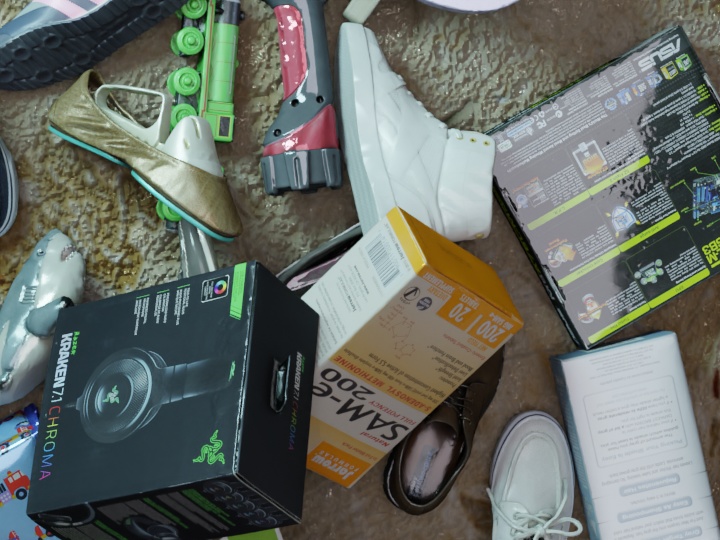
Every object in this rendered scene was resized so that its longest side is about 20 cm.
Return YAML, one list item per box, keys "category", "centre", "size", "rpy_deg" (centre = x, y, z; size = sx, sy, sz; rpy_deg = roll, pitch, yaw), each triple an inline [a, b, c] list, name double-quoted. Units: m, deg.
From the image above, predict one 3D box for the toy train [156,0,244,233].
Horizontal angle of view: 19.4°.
- category: "toy train"
  centre: [-0.127, -0.129, 1.681]
  size: [0.056, 0.042, 0.202]
  rpy_deg: [5, 90, -15]

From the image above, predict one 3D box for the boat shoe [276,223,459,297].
- category: "boat shoe"
  centre: [0.000, 0.000, 1.677]
  size: [0.199, 0.057, 0.067]
  rpy_deg: [-28, 93, -4]

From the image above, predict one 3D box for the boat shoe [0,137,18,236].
- category: "boat shoe"
  centre: [-0.320, -0.107, 1.617]
  size: [0.070, 0.091, 0.202]
  rpy_deg: [-14, 108, 5]

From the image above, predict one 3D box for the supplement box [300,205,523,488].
- category: "supplement box"
  centre: [0.009, 0.062, 1.618]
  size: [0.200, 0.074, 0.126]
  rpy_deg: [-45, 133, 17]

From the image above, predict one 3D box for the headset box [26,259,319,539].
- category: "headset box"
  centre: [-0.129, 0.104, 1.543]
  size: [0.199, 0.093, 0.175]
  rpy_deg: [-13, 56, 28]

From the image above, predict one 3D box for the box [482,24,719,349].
- category: "box"
  centre: [0.218, -0.068, 1.712]
  size: [0.199, 0.048, 0.194]
  rpy_deg: [-30, 96, -5]

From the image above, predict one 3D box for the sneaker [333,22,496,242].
- category: "sneaker"
  centre: [0.047, -0.107, 1.667]
  size: [0.115, 0.074, 0.202]
  rpy_deg: [-6, 67, -14]

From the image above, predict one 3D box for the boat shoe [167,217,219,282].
- category: "boat shoe"
  centre: [-0.127, 0.055, 1.661]
  size: [0.056, 0.067, 0.202]
  rpy_deg: [-13, 103, -3]

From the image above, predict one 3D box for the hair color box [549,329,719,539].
- category: "hair color box"
  centre: [0.225, 0.158, 1.708]
  size: [0.098, 0.061, 0.202]
  rpy_deg: [-13, 91, -5]

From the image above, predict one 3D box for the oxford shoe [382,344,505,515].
- category: "oxford shoe"
  centre: [0.076, 0.101, 1.682]
  size: [0.072, 0.084, 0.202]
  rpy_deg: [15, 88, -4]

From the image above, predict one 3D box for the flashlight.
- category: "flashlight"
  centre: [-0.056, -0.162, 1.676]
  size: [0.068, 0.067, 0.202]
  rpy_deg: [-9, 88, 39]

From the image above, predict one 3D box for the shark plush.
- category: "shark plush"
  centre: [-0.284, 0.064, 1.673]
  size: [0.083, 0.091, 0.200]
  rpy_deg: [45, 102, 20]

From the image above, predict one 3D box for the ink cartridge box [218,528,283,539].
- category: "ink cartridge box"
  centre: [-0.153, 0.260, 1.632]
  size: [0.199, 0.076, 0.149]
  rpy_deg: [-30, 133, -15]

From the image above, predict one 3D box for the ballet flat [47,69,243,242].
- category: "ballet flat"
  centre: [-0.158, -0.098, 1.630]
  size: [0.199, 0.068, 0.073]
  rpy_deg: [33, 99, 29]

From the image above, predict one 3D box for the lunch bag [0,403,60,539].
- category: "lunch bag"
  centre: [-0.273, 0.234, 1.655]
  size: [0.150, 0.094, 0.201]
  rpy_deg: [-28, 104, -7]

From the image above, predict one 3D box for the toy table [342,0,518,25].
- category: "toy table"
  centre: [0.047, -0.278, 1.655]
  size: [0.184, 0.117, 0.200]
  rpy_deg: [-44, 95, -4]

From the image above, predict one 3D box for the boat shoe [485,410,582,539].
- category: "boat shoe"
  centre: [0.135, 0.216, 1.687]
  size: [0.074, 0.086, 0.204]
  rpy_deg: [9, 90, -5]

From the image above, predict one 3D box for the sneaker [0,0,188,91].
- category: "sneaker"
  centre: [-0.217, -0.215, 1.666]
  size: [0.199, 0.070, 0.082]
  rpy_deg: [-27, 54, 6]
